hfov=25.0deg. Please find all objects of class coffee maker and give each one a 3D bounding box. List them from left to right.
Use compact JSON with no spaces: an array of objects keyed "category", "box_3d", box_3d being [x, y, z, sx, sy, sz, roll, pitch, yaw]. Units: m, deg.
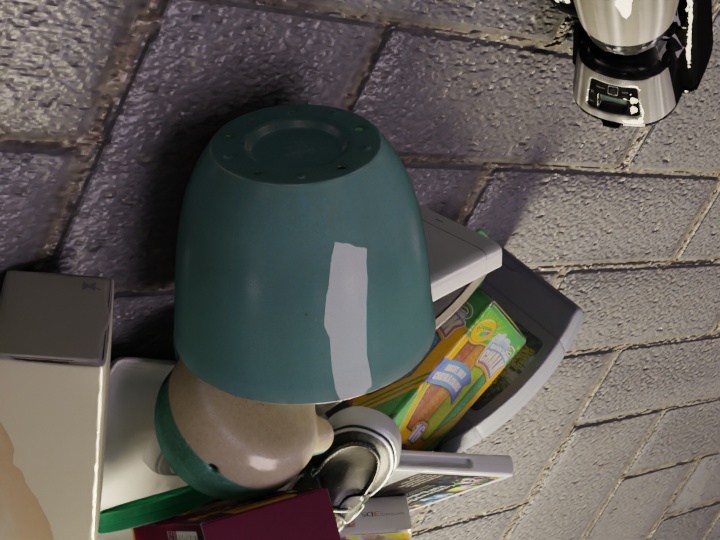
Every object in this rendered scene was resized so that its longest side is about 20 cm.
[{"category":"coffee maker","box_3d":[0.249,-0.248,1.381,0.192,0.135,0.200,-41,150,-16]}]

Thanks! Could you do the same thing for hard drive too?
[{"category":"hard drive","box_3d":[0.000,0.000,1.333,0.200,0.132,0.027,-26,129,-35]}]

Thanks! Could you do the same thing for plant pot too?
[{"category":"plant pot","box_3d":[-0.044,-0.026,1.195,0.201,0.201,0.161,-27,130,-34]}]

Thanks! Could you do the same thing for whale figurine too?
[{"category":"whale figurine","box_3d":[-0.094,0.101,1.309,0.104,0.159,0.200,-43,-165,35]}]

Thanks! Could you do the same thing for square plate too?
[{"category":"square plate","box_3d":[-0.187,0.149,1.359,0.200,0.028,0.198,7,119,-56]}]

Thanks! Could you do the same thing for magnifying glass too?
[{"category":"magnifying glass","box_3d":[-0.143,0.192,1.378,0.080,0.022,0.200,-16,178,36]}]

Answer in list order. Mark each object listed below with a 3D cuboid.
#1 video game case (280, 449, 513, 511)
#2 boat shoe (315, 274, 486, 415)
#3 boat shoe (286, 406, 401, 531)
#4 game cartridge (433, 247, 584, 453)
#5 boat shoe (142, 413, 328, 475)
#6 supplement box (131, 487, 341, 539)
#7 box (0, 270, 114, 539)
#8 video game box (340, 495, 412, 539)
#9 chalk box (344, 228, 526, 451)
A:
[{"category":"video game case","box_3d":[0.013,0.199,1.521,0.182,0.023,0.200,7,158,-31]},{"category":"boat shoe","box_3d":[0.017,0.047,1.385,0.200,0.063,0.073,-38,180,10]},{"category":"boat shoe","box_3d":[-0.023,0.190,1.367,0.200,0.072,0.071,-59,-175,47]},{"category":"game cartridge","box_3d":[0.116,0.082,1.581,0.200,0.133,0.041,-45,151,-8]},{"category":"boat shoe","box_3d":[-0.096,0.148,1.381,0.200,0.069,0.072,0,124,-55]},{"category":"supplement box","box_3d":[-0.100,0.231,1.309,0.110,0.086,0.200,-12,177,-25]},{"category":"box","box_3d":[-0.222,0.103,1.171,0.078,0.095,0.200,5,130,-7]},{"category":"video game box","box_3d":[-0.048,0.290,1.583,0.182,0.047,0.200,-1,142,-5]},{"category":"chalk box","box_3d":[0.062,0.053,1.485,0.200,0.124,0.124,-49,151,0]}]
